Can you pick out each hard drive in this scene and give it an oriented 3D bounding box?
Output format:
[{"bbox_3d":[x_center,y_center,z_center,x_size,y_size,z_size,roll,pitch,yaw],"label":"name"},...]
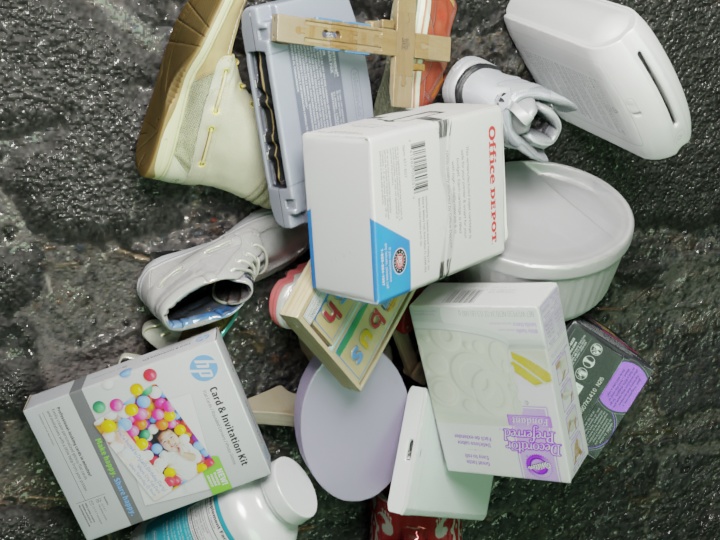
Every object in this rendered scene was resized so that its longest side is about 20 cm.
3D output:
[{"bbox_3d":[0.100,0.209,1.165,0.199,0.026,0.133,23,75,-55],"label":"hard drive"}]

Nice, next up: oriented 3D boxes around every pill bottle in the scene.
[{"bbox_3d":[-0.143,0.276,1.102,0.199,0.111,0.111,-34,127,19],"label":"pill bottle"}]

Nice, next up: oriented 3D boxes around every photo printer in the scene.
[{"bbox_3d":[0.247,-0.203,1.062,0.069,0.200,0.167,-42,124,-3],"label":"photo printer"}]

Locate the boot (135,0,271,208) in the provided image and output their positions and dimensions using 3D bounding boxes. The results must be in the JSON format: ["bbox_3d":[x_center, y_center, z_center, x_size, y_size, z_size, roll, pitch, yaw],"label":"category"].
[{"bbox_3d":[-0.109,-0.164,0.974,0.153,0.072,0.202,14,106,-34],"label":"boot"}]

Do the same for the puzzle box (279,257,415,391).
[{"bbox_3d":[0.008,0.001,1.014,0.133,0.025,0.201,52,58,-43],"label":"puzzle box"}]

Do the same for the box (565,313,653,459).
[{"bbox_3d":[0.241,0.114,1.198,0.105,0.200,0.123,31,97,-2],"label":"box"}]

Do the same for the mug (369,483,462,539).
[{"bbox_3d":[0.077,0.352,1.259,0.132,0.177,0.202,-10,113,-19],"label":"mug"}]

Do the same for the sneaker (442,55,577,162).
[{"bbox_3d":[0.177,-0.152,1.081,0.199,0.115,0.076,17,106,-51],"label":"sneaker"}]

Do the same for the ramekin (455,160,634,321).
[{"bbox_3d":[0.189,-0.028,1.125,0.200,0.203,0.095,-17,131,-20],"label":"ramekin"}]

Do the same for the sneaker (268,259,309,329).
[{"bbox_3d":[0.000,0.000,1.083,0.200,0.087,0.074,-46,139,-13],"label":"sneaker"}]

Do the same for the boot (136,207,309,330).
[{"bbox_3d":[-0.118,0.002,1.031,0.199,0.096,0.074,-26,123,-16],"label":"boot"}]

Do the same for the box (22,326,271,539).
[{"bbox_3d":[-0.206,0.163,1.024,0.198,0.041,0.157,-20,109,-1],"label":"box"}]

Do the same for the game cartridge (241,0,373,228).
[{"bbox_3d":[-0.042,-0.154,0.970,0.133,0.040,0.202,-25,116,-42],"label":"game cartridge"}]

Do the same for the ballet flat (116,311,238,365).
[{"bbox_3d":[-0.207,0.097,1.059,0.072,0.068,0.201,35,99,-16],"label":"ballet flat"}]

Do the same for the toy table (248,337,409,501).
[{"bbox_3d":[-0.026,0.140,1.133,0.182,0.117,0.202,-12,119,-23],"label":"toy table"}]

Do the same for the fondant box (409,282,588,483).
[{"bbox_3d":[0.143,0.114,1.066,0.058,0.143,0.202,-42,123,-50],"label":"fondant box"}]

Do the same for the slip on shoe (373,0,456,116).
[{"bbox_3d":[0.057,-0.189,1.051,0.061,0.074,0.202,0,108,-30],"label":"slip on shoe"}]

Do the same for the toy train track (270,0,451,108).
[{"bbox_3d":[-0.001,-0.211,0.950,0.198,0.032,0.116,-2,99,-38],"label":"toy train track"}]

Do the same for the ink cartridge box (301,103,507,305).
[{"bbox_3d":[0.046,-0.069,0.960,0.199,0.084,0.148,-20,112,-46],"label":"ink cartridge box"}]

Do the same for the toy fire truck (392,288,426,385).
[{"bbox_3d":[0.091,0.085,1.190,0.140,0.049,0.202,-25,124,-31],"label":"toy fire truck"}]
